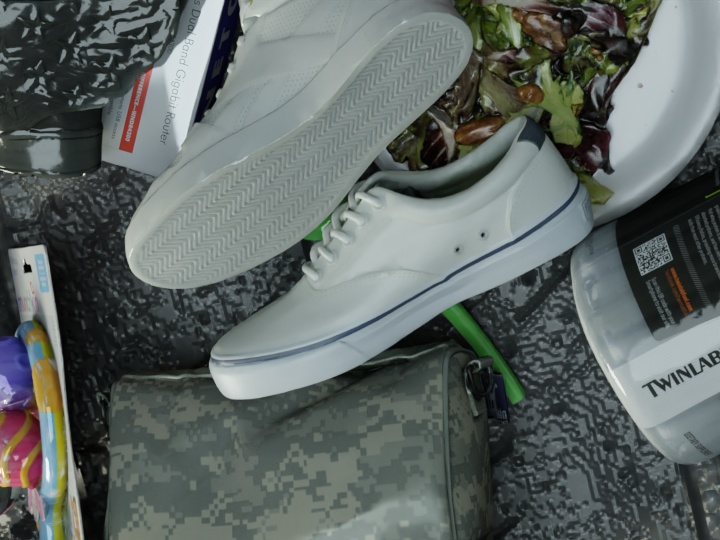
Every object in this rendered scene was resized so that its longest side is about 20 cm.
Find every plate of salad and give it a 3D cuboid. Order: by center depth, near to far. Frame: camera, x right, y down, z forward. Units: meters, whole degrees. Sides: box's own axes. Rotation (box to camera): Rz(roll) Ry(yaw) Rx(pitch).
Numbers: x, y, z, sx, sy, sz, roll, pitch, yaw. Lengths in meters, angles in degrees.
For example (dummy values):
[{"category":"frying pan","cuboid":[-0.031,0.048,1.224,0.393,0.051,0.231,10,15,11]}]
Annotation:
[{"category":"plate of salad","cuboid":[0.079,-0.111,1.406,0.200,0.048,0.200,3,105,10]}]

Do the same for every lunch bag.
[{"category":"lunch bag","cuboid":[-0.026,0.124,1.441,0.200,0.139,0.168,-5,94,12]}]

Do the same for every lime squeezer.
[{"category":"lime squeezer","cuboid":[0.000,0.000,1.456,0.200,0.038,0.071,23,105,2]}]

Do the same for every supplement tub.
[{"category":"supplement tub","cuboid":[0.209,-0.003,1.370,0.200,0.123,0.123,-28,98,17]}]

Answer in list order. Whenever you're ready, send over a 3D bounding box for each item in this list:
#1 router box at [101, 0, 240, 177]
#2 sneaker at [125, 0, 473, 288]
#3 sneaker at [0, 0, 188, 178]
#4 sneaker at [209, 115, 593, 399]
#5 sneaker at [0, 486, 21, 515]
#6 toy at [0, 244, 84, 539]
[{"category":"router box","cuboid":[-0.144,-0.164,1.435,0.179,0.049,0.200,18,107,6]},{"category":"sneaker","cuboid":[-0.043,-0.087,1.392,0.200,0.116,0.074,-39,138,15]},{"category":"sneaker","cuboid":[-0.185,-0.104,1.404,0.199,0.060,0.104,7,108,4]},{"category":"sneaker","cuboid":[0.010,-0.009,1.396,0.200,0.073,0.071,-29,109,-1]},{"category":"sneaker","cuboid":[-0.276,0.105,1.509,0.200,0.095,0.079,6,104,8]},{"category":"toy","cuboid":[-0.168,0.090,1.451,0.047,0.115,0.200,-11,92,-16]}]
